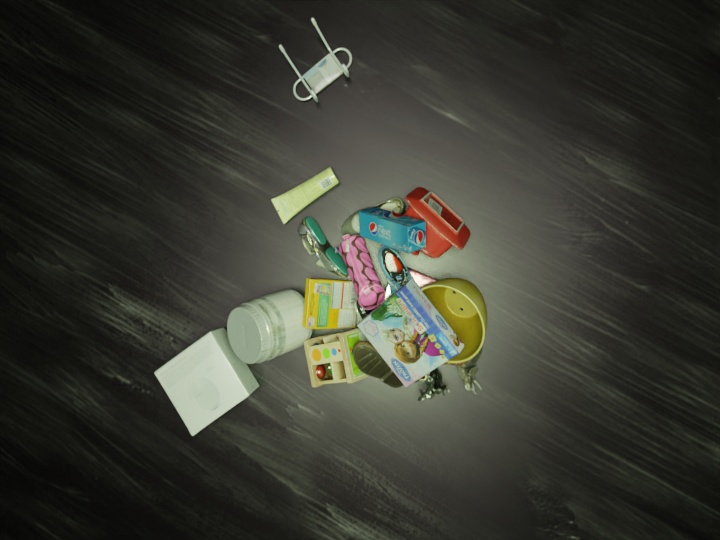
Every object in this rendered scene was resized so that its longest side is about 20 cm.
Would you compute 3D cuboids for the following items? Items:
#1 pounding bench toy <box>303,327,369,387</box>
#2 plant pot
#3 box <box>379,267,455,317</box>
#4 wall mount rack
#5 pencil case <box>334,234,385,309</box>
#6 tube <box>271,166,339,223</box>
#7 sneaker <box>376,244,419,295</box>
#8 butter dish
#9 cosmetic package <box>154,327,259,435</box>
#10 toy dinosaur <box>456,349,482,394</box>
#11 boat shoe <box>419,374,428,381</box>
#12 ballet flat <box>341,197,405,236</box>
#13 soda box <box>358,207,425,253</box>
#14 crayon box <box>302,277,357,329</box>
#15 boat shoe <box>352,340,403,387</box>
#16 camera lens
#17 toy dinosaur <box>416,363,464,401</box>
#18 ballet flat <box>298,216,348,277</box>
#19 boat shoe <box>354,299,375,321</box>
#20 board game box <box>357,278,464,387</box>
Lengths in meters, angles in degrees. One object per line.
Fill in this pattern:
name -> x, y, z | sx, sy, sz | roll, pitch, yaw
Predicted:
pounding bench toy -> -0.039, 0.229, 1.510 | 0.153, 0.198, 0.128 | -14, 86, 35
plant pot -> 0.230, 0.099, 1.348 | 0.195, 0.142, 0.206 | 15, 121, 26
box -> 0.161, 0.075, 1.495 | 0.195, 0.109, 0.131 | 21, 92, 3
wall mount rack -> -0.125, -0.579, 1.533 | 0.198, 0.075, 0.176 | -37, 87, 3
pencil case -> 0.000, 0.000, 1.471 | 0.089, 0.095, 0.203 | -23, 54, -2
tube -> -0.154, -0.218, 1.552 | 0.197, 0.052, 0.059 | -32, 46, 7
sneaker -> 0.099, 0.028, 1.399 | 0.077, 0.090, 0.203 | -32, 89, 3
butter dish -> 0.178, -0.104, 1.476 | 0.199, 0.200, 0.149 | 42, 116, 3
cosmetic package -> -0.422, 0.302, 1.530 | 0.197, 0.123, 0.203 | -33, 89, 4
toy dinosaur -> 0.294, 0.221, 1.514 | 0.100, 0.077, 0.206 | 20, 80, -14
boat shoe -> 0.111, 0.197, 1.428 | 0.073, 0.063, 0.201 | -42, 86, 4
ballet flat -> 0.032, -0.150, 1.527 | 0.195, 0.064, 0.069 | -23, 83, 4
soda box -> 0.079, -0.106, 1.407 | 0.063, 0.198, 0.070 | -18, 116, -34
crayon box -> -0.088, 0.088, 1.474 | 0.051, 0.197, 0.130 | 5, 90, 39
boat shoe -> 0.043, 0.234, 1.442 | 0.071, 0.069, 0.200 | -33, 126, 16
camera lens -> -0.234, 0.146, 1.464 | 0.157, 0.197, 0.165 | 11, 108, 38
toy dinosaur -> 0.180, 0.270, 1.484 | 0.100, 0.198, 0.140 | -7, 81, -38
ballet flat -> -0.109, -0.053, 1.544 | 0.071, 0.072, 0.202 | -36, 87, 3
boat shoe -> 0.063, 0.144, 1.492 | 0.065, 0.075, 0.201 | -30, 107, 28
board game box -> 0.116, 0.156, 1.332 | 0.201, 0.041, 0.199 | 50, 129, 2
